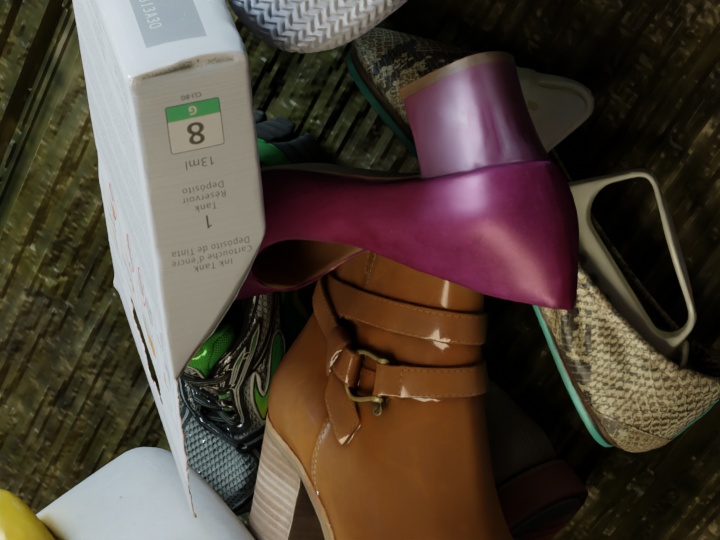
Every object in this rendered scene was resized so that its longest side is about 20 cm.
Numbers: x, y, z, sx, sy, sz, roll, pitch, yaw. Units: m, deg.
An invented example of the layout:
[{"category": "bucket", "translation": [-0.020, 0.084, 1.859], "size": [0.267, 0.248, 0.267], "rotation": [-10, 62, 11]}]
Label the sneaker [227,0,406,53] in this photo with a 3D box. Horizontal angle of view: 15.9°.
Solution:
[{"category": "sneaker", "translation": [0.038, -0.157, 0.922], "size": [0.200, 0.115, 0.075], "rotation": [-36, 99, 10]}]

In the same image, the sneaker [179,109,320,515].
[{"category": "sneaker", "translation": [-0.064, 0.030, 1.119], "size": [0.078, 0.085, 0.200], "rotation": [19, 131, 23]}]

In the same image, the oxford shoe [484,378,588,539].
[{"category": "oxford shoe", "translation": [0.027, 0.114, 1.143], "size": [0.200, 0.070, 0.075], "rotation": [-46, 67, 44]}]

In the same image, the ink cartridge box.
[{"category": "ink cartridge box", "translation": [-0.070, -0.034, 0.967], "size": [0.050, 0.161, 0.200], "rotation": [-13, 127, -8]}]

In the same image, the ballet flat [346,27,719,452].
[{"category": "ballet flat", "translation": [0.078, -0.026, 0.994], "size": [0.075, 0.068, 0.200], "rotation": [-33, 91, 24]}]

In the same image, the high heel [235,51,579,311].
[{"category": "high heel", "translation": [0.000, 0.000, 0.958], "size": [0.200, 0.067, 0.096], "rotation": [-32, 69, 49]}]

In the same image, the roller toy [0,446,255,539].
[{"category": "roller toy", "translation": [-0.094, 0.183, 1.124], "size": [0.183, 0.140, 0.200], "rotation": [49, 166, 23]}]

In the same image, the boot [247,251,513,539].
[{"category": "boot", "translation": [0.031, 0.066, 1.027], "size": [0.200, 0.074, 0.155], "rotation": [27, 106, 43]}]
